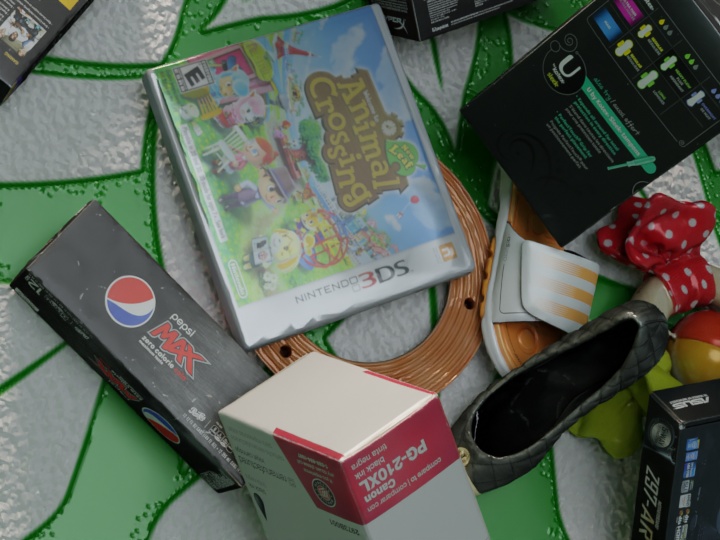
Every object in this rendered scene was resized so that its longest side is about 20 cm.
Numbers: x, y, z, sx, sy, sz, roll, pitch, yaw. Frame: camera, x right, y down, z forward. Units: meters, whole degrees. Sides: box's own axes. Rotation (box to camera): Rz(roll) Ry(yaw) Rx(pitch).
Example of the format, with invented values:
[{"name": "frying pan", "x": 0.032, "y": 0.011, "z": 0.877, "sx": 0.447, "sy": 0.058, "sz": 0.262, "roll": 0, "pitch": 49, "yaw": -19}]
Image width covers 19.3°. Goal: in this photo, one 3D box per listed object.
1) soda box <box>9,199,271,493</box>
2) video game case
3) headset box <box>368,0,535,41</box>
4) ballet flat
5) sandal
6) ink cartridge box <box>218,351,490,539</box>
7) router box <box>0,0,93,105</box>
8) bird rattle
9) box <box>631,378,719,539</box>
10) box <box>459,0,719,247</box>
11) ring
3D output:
[{"name": "soda box", "x": -0.133, "y": 0.051, "z": 1.384, "sx": 0.200, "sy": 0.063, "sz": 0.071, "roll": 46, "pitch": 68, "yaw": -7}, {"name": "video game case", "x": -0.034, "y": -0.066, "z": 1.448, "sx": 0.181, "sy": 0.022, "sz": 0.202, "roll": -18, "pitch": 85, "yaw": -22}, {"name": "headset box", "x": 0.066, "y": -0.280, "z": 1.480, "sx": 0.148, "sy": 0.077, "sz": 0.202, "roll": -22, "pitch": 110, "yaw": -23}, {"name": "ballet flat", "x": 0.122, "y": 0.083, "z": 1.429, "sx": 0.200, "sy": 0.057, "sz": 0.067, "roll": -40, "pitch": 65, "yaw": 16}, {"name": "sandal", "x": 0.132, "y": -0.016, "z": 1.488, "sx": 0.079, "sy": 0.059, "sz": 0.209, "roll": 12, "pitch": 74, "yaw": -37}, {"name": "ink cartridge box", "x": 0.009, "y": 0.168, "z": 1.332, "sx": 0.084, "sy": 0.144, "sz": 0.201, "roll": -32, "pitch": 115, "yaw": -26}, {"name": "router box", "x": -0.261, "y": -0.235, "z": 1.401, "sx": 0.200, "sy": 0.052, "sz": 0.158, "roll": 42, "pitch": 69, "yaw": -8}, {"name": "bird rattle", "x": 0.228, "y": 0.047, "z": 1.521, "sx": 0.162, "sy": 0.112, "sz": 0.201, "roll": 31, "pitch": 57, "yaw": -24}, {"name": "box", "x": 0.266, "y": 0.165, "z": 1.459, "sx": 0.159, "sy": 0.044, "sz": 0.202, "roll": -9, "pitch": 120, "yaw": -22}, {"name": "box", "x": 0.197, "y": -0.136, "z": 1.444, "sx": 0.125, "sy": 0.200, "sz": 0.148, "roll": 52, "pitch": 39, "yaw": 1}, {"name": "ring", "x": 0.000, "y": 0.000, "z": 1.468, "sx": 0.198, "sy": 0.019, "sz": 0.203, "roll": 4, "pitch": 78, "yaw": -19}]
